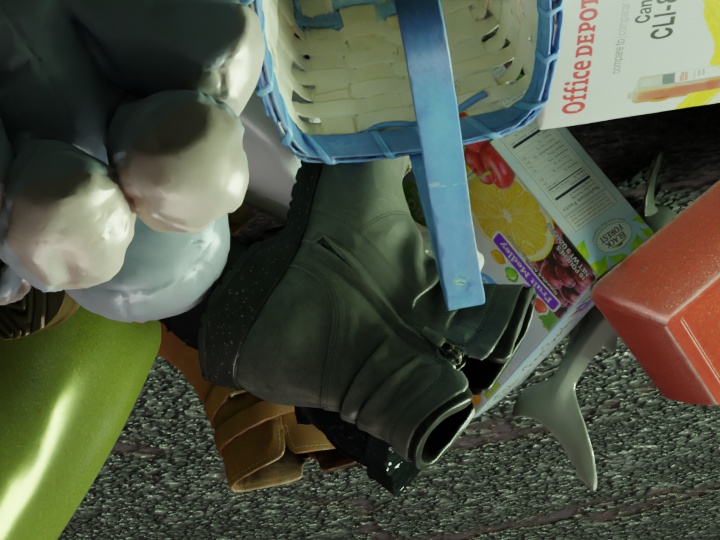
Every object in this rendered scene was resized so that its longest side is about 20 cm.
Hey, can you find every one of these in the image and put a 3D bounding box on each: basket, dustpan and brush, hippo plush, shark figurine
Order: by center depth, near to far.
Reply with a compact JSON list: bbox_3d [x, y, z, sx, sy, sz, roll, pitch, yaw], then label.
[{"bbox_3d":[-0.135,-0.036,0.846,0.199,0.160,0.161,22,146,13],"label":"hippo plush"},{"bbox_3d":[0.019,-0.107,0.850,0.138,0.201,0.177,-8,142,1],"label":"basket"},{"bbox_3d":[-0.068,-0.104,0.988,0.139,0.057,0.200,25,161,9],"label":"dustpan and brush"},{"bbox_3d":[0.178,0.021,1.232,0.089,0.215,0.129,28,140,10],"label":"shark figurine"}]

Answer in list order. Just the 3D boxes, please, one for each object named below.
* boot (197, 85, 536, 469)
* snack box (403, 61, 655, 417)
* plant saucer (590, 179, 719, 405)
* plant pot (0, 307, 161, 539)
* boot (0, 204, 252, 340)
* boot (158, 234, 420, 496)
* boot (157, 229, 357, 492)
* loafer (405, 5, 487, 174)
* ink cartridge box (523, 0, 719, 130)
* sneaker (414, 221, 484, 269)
[{"bbox_3d":[0.024,-0.001,0.915,0.130,0.201,0.068,19,145,17],"label":"boot"},{"bbox_3d":[0.070,-0.017,1.148,0.053,0.143,0.200,-32,168,-29],"label":"snack box"},{"bbox_3d":[0.236,-0.007,1.115,0.199,0.037,0.200,-40,150,3],"label":"plant saucer"},{"bbox_3d":[-0.228,0.099,1.160,0.186,0.201,0.188,7,142,6],"label":"plant pot"},{"bbox_3d":[-0.136,-0.020,1.058,0.174,0.067,0.199,5,-166,45],"label":"boot"},{"bbox_3d":[-0.028,0.033,1.017,0.073,0.162,0.198,-50,169,-15],"label":"boot"},{"bbox_3d":[-0.087,0.069,1.263,0.199,0.156,0.077,-14,155,11],"label":"boot"},{"bbox_3d":[-0.003,-0.078,1.058,0.075,0.068,0.200,31,139,-2],"label":"loafer"},{"bbox_3d":[0.176,-0.149,0.973,0.198,0.084,0.145,-9,155,-1],"label":"ink cartridge box"},{"bbox_3d":[0.000,0.000,1.103,0.082,0.077,0.200,36,160,-10],"label":"sneaker"}]
